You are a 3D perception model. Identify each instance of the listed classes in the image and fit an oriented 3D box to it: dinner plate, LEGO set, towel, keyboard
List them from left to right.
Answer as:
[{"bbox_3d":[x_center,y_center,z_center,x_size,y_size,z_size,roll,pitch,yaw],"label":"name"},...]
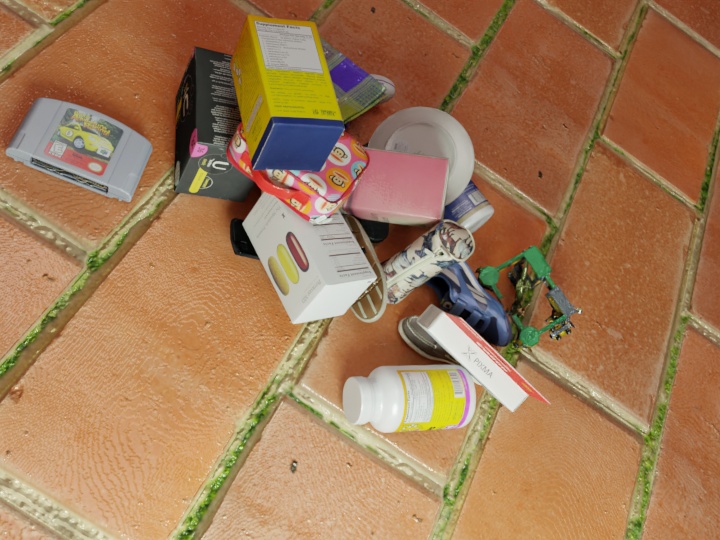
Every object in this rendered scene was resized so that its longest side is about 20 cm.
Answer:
[{"bbox_3d":[-0.130,-0.021,1.321,0.200,0.040,0.104,13,48,-29],"label":"keyboard"},{"bbox_3d":[-0.061,-0.367,1.488,0.200,0.023,0.144,43,59,14],"label":"towel"},{"bbox_3d":[0.109,-0.207,1.434,0.200,0.024,0.201,-1,80,5],"label":"dinner plate"},{"bbox_3d":[0.307,0.055,1.468,0.154,0.116,0.200,-38,78,-7],"label":"LEGO set"}]

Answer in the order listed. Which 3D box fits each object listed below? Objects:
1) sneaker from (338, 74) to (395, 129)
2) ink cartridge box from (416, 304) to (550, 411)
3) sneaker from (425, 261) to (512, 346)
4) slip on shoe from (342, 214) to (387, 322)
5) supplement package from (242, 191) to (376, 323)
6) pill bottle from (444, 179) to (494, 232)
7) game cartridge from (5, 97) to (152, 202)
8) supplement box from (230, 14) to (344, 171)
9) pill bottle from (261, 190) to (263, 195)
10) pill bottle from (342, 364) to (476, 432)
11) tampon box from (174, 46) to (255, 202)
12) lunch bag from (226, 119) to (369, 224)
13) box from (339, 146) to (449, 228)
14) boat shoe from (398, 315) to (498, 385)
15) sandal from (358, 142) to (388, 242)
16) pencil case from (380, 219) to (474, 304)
[{"bbox_3d":[-0.016,-0.316,1.521,0.200,0.073,0.114,-9,59,-18],"label":"sneaker"},{"bbox_3d":[0.188,0.143,1.240,0.200,0.176,0.045,44,87,-9],"label":"ink cartridge box"},{"bbox_3d":[0.190,0.063,1.408,0.082,0.074,0.200,-27,69,-34],"label":"sneaker"},{"bbox_3d":[0.000,0.000,1.351,0.076,0.061,0.200,-25,65,7],"label":"slip on shoe"},{"bbox_3d":[-0.084,-0.033,1.249,0.109,0.114,0.200,-8,59,-43],"label":"supplement package"},{"bbox_3d":[0.152,-0.156,1.490,0.111,0.111,0.200,-29,77,-36],"label":"pill bottle"},{"bbox_3d":[-0.447,-0.200,1.264,0.200,0.041,0.133,21,51,-15],"label":"game cartridge"},{"bbox_3d":[-0.111,-0.255,1.136,0.109,0.110,0.200,-2,63,-26],"label":"supplement box"},{"bbox_3d":[-0.109,-0.205,1.384,0.116,0.116,0.200,15,57,-19],"label":"pill bottle"},{"bbox_3d":[0.076,0.203,1.246,0.200,0.104,0.104,2,61,-25],"label":"pill bottle"},{"bbox_3d":[-0.237,-0.242,1.320,0.126,0.150,0.200,7,59,-24],"label":"tampon box"},{"bbox_3d":[-0.099,-0.170,1.205,0.200,0.082,0.176,37,48,-3],"label":"lunch bag"},{"bbox_3d":[0.050,-0.142,1.354,0.200,0.128,0.109,8,86,7],"label":"box"},{"bbox_3d":[0.162,0.130,1.358,0.200,0.060,0.072,31,53,-7],"label":"boat shoe"},{"bbox_3d":[0.017,-0.146,1.465,0.075,0.045,0.200,4,75,-18],"label":"sandal"},{"bbox_3d":[0.098,-0.012,1.331,0.089,0.200,0.078,-22,80,-47],"label":"pencil case"}]
